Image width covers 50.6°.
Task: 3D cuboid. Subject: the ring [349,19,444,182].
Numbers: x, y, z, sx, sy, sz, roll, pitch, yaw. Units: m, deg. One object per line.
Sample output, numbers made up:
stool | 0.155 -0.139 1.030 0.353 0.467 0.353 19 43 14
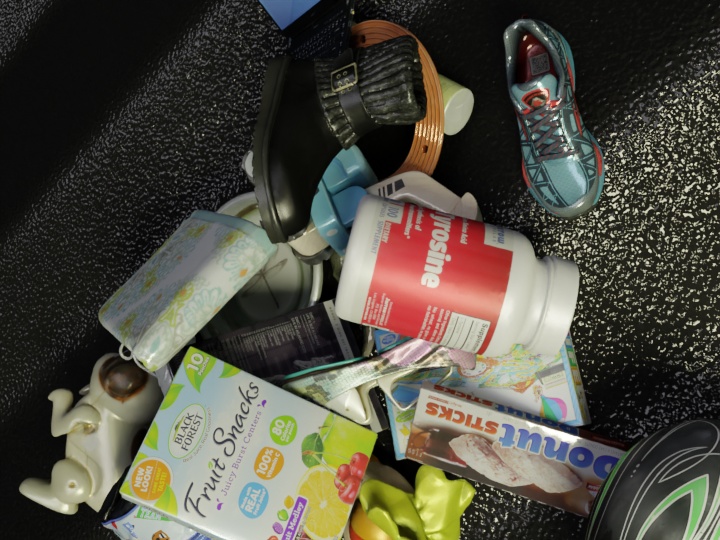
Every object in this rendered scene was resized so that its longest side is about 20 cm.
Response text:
ring | 0.017 -0.166 0.829 0.198 0.019 0.205 12 107 45

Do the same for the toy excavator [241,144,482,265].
toy excavator | 0.002 -0.076 0.775 0.198 0.100 0.197 -28 65 9

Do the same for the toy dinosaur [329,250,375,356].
toy dinosaur | 0.000 0.000 0.838 0.088 0.047 0.203 -31 71 38

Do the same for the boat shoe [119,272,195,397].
boat shoe | -0.248 0.068 0.899 0.075 0.085 0.204 -57 34 31

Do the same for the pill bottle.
pill bottle | 0.083 0.010 0.670 0.196 0.112 0.114 14 90 1

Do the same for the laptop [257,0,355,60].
laptop | -0.090 -0.267 0.852 0.176 0.102 0.204 -3 78 62

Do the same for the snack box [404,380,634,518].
snack box | 0.142 0.165 0.694 0.196 0.024 0.073 16 105 11

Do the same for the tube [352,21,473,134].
tube | 0.037 -0.213 0.846 0.058 0.052 0.199 -37 53 -26

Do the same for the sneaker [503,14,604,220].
sneaker | 0.171 -0.146 0.724 0.078 0.095 0.204 -20 74 27

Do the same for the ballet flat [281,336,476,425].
ballet flat | 0.020 0.106 0.737 0.197 0.069 0.072 -21 78 6

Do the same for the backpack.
backpack | -0.175 0.225 0.810 0.155 0.190 0.200 51 140 0

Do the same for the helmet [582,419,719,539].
helmet | 0.264 0.214 0.576 0.198 0.199 0.194 28 115 30

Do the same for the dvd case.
dvd case | -0.083 0.124 0.777 0.151 0.197 0.016 67 154 13

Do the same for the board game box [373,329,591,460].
board game box | 0.115 0.103 0.759 0.197 0.034 0.137 -18 74 28

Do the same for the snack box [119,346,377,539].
snack box | -0.100 0.180 0.705 0.197 0.053 0.144 26 65 -5

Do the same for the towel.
towel | -0.185 0.015 0.793 0.172 0.048 0.199 -50 27 -15

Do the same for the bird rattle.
bird rattle | 0.037 0.276 0.760 0.163 0.111 0.204 35 129 51

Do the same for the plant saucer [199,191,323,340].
plant saucer | -0.117 0.011 0.901 0.197 0.050 0.204 -5 81 32

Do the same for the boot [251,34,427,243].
boot | -0.016 -0.128 0.711 0.155 0.080 0.215 -2 65 11

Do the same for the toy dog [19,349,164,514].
toy dog | -0.302 0.195 0.939 0.191 0.139 0.204 17 90 31
